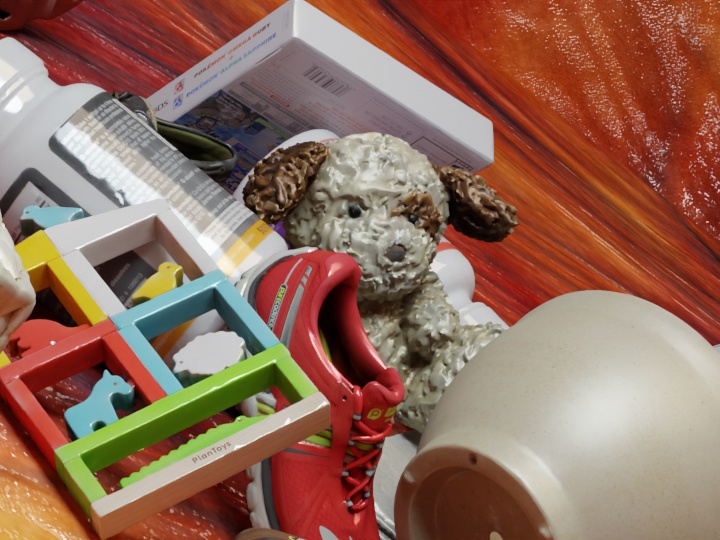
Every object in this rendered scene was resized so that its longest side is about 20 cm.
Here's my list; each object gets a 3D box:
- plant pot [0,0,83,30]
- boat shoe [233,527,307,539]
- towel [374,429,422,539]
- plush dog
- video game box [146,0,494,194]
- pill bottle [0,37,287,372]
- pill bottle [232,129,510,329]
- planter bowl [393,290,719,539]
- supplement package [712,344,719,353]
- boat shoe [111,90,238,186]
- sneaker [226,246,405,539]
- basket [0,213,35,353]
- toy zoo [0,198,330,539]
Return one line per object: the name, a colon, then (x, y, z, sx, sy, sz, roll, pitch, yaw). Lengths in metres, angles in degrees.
plant pot: (-0.272, -0.295, 1.711, 0.195, 0.201, 0.201, 53, 18, 20)
boat shoe: (0.017, 0.178, 1.159, 0.200, 0.072, 0.068, 28, 19, -29)
towel: (0.046, 0.155, 1.391, 0.133, 0.034, 0.200, 45, 16, 15)
plush dog: (0.000, 0.000, 1.437, 0.200, 0.172, 0.160, 5, 14, -25)
video game box: (-0.036, -0.096, 1.684, 0.200, 0.182, 0.047, 30, 44, -35)
pill bottle: (-0.148, -0.031, 1.305, 0.200, 0.116, 0.116, 40, 14, 2)
pill bottle: (0.008, 0.005, 1.604, 0.200, 0.111, 0.111, 44, 14, 20)
planter bowl: (0.103, 0.125, 1.241, 0.135, 0.200, 0.200, -23, 58, -41)
supplement package: (0.224, 0.162, 1.437, 0.121, 0.120, 0.200, 31, 59, -29)
boat shoe: (-0.163, -0.091, 1.564, 0.200, 0.065, 0.073, 20, 24, -51)
sneaker: (-0.013, 0.085, 1.218, 0.077, 0.085, 0.200, -6, 82, -57)
basket: (-0.238, -0.019, 0.995, 0.123, 0.136, 0.200, 30, 16, -40)
toy zoo: (-0.122, 0.035, 1.180, 0.200, 0.131, 0.020, 48, -27, 34)
